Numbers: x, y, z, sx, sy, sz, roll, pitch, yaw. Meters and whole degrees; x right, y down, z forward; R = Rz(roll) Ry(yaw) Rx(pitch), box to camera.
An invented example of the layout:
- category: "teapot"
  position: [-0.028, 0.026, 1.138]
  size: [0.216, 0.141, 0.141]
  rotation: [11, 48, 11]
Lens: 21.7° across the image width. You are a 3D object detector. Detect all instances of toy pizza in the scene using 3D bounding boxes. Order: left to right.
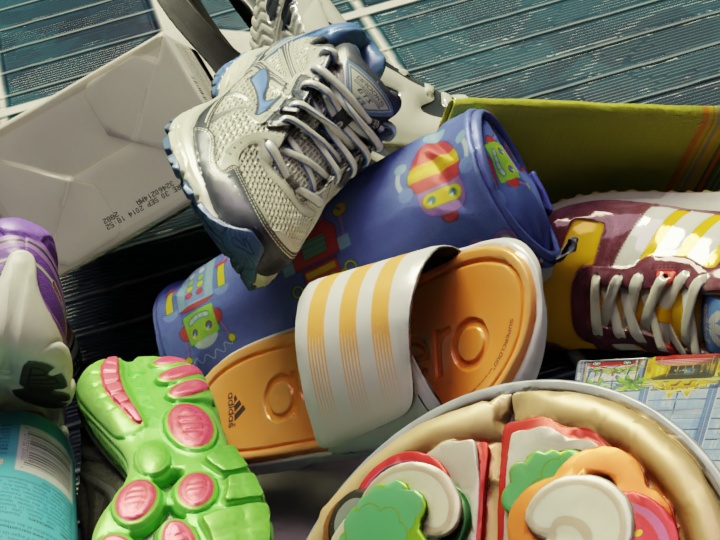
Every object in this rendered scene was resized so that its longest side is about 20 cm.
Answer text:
- category: "toy pizza"
  position: [0.044, 0.129, 0.658]
  size: [0.200, 0.032, 0.201]
  rotation: [-17, 57, 28]

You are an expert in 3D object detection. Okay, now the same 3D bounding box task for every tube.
- category: "tube"
  position: [-0.137, 0.118, 0.725]
  size: [0.077, 0.051, 0.200]
  rotation: [10, 19, -11]

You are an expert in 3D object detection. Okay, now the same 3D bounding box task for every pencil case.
- category: "pencil case"
  position: [0.000, 0.000, 0.877]
  size: [0.200, 0.087, 0.078]
  rotation: [-28, 68, 23]

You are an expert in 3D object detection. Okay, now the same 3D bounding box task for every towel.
- category: "towel"
  position: [0.128, -0.055, 0.915]
  size: [0.199, 0.086, 0.018]
  rotation: [0, 53, -16]

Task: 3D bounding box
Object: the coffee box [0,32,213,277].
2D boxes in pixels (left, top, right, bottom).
- category: "coffee box"
  position: [-0.122, -0.060, 0.979]
  size: [0.113, 0.080, 0.200]
  rotation: [-30, 4, 1]

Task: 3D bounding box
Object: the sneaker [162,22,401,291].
- category: "sneaker"
  position: [-0.028, -0.065, 0.839]
  size: [0.085, 0.077, 0.200]
  rotation: [-27, 23, 18]

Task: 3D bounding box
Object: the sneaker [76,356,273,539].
- category: "sneaker"
  position: [-0.079, 0.111, 0.783]
  size: [0.077, 0.084, 0.200]
  rotation: [-3, 29, -8]

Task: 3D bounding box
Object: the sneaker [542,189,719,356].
- category: "sneaker"
  position: [0.147, 0.008, 0.871]
  size: [0.199, 0.075, 0.090]
  rotation: [-10, 26, 7]

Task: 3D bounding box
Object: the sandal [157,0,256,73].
- category: "sandal"
  position: [-0.049, -0.107, 1.048]
  size: [0.043, 0.200, 0.076]
  rotation: [-41, -6, 3]

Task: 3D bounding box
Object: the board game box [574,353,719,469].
- category: "board game box"
  position: [0.083, 0.116, 0.734]
  size: [0.199, 0.062, 0.200]
  rotation: [-4, 32, 15]

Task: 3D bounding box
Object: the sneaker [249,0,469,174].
- category: "sneaker"
  position: [0.032, -0.076, 0.986]
  size: [0.129, 0.080, 0.199]
  rotation: [-17, 68, -32]

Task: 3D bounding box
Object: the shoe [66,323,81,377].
- category: "shoe"
  position: [-0.245, 0.013, 0.992]
  size: [0.200, 0.091, 0.072]
  rotation: [3, 35, 25]

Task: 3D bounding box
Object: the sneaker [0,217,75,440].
- category: "sneaker"
  position: [-0.162, 0.034, 0.859]
  size: [0.080, 0.200, 0.084]
  rotation: [11, 67, -17]

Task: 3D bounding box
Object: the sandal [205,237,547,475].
- category: "sandal"
  position: [-0.013, 0.043, 0.779]
  size: [0.206, 0.059, 0.079]
  rotation: [-23, 64, 39]
